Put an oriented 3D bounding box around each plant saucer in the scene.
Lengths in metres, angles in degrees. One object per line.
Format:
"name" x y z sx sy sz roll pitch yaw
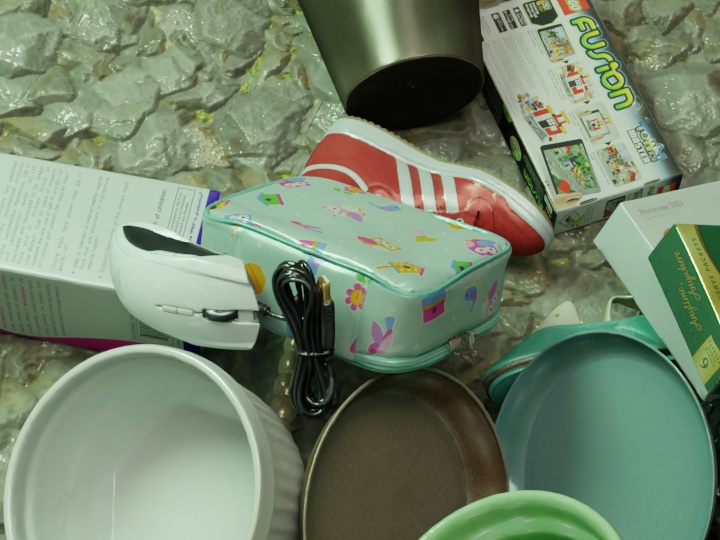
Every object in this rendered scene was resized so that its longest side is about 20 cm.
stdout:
"plant saucer" 0.026 0.165 1.477 0.032 0.200 0.200 0 48 47
"plant saucer" 0.170 0.141 1.493 0.027 0.200 0.200 4 51 -44

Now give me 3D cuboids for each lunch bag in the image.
"lunch bag" 0.000 0.000 1.505 0.200 0.077 0.160 21 23 27

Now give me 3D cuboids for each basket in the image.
"basket" 0.024 -0.225 1.710 0.180 0.136 0.200 -21 65 16

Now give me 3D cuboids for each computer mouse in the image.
"computer mouse" -0.102 0.025 1.454 0.200 0.110 0.044 18 37 31

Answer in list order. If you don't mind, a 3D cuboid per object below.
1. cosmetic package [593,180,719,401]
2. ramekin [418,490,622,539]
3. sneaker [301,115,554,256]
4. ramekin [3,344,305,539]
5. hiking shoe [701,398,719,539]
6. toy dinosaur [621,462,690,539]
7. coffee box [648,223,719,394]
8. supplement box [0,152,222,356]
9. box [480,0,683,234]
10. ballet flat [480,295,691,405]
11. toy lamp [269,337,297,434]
"cosmetic package" 0.292 0.004 1.597 0.200 0.052 0.151 -13 57 -36
"ramekin" 0.109 0.253 1.408 0.200 0.098 0.200 -20 47 23
"sneaker" 0.038 -0.034 1.634 0.200 0.071 0.113 24 57 20
"ramekin" -0.130 0.156 1.459 0.200 0.105 0.201 -6 75 24
"hiking shoe" 0.281 0.174 1.530 0.074 0.087 0.200 -25 45 20
"toy dinosaur" 0.208 0.176 1.496 0.058 0.101 0.200 4 54 -22
"coffee box" 0.311 0.027 1.518 0.200 0.044 0.123 2 52 -27
"supplement box" -0.207 -0.009 1.591 0.200 0.101 0.104 9 60 2
"box" 0.164 -0.132 1.718 0.110 0.035 0.200 -16 62 -12
"ballet flat" 0.178 0.055 1.596 0.200 0.067 0.070 -6 55 -12
"toy lamp" -0.060 0.113 1.555 0.058 0.058 0.200 11 57 4
